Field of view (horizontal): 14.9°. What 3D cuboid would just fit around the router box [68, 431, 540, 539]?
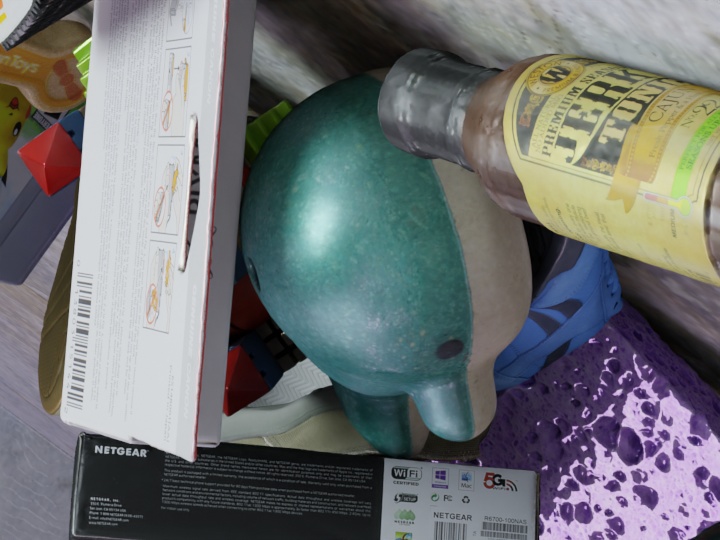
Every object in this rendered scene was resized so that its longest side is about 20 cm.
[{"bbox_3d":[-0.030,0.124,1.224,0.199,0.051,0.149,6,158,-5],"label":"router box"}]

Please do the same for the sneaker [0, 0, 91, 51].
[{"bbox_3d":[-0.122,-0.151,1.044,0.090,0.070,0.200,56,158,-1],"label":"sneaker"}]

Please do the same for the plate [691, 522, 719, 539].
[{"bbox_3d":[0.187,0.196,1.405,0.026,0.201,0.200,-10,141,43],"label":"plate"}]

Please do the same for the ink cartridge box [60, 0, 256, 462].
[{"bbox_3d":[-0.068,-0.030,1.088,0.045,0.201,0.176,4,-179,-23],"label":"ink cartridge box"}]

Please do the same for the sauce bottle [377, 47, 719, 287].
[{"bbox_3d":[0.083,-0.040,0.963,0.200,0.065,0.065,18,163,46],"label":"sauce bottle"}]

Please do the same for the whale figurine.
[{"bbox_3d":[0.000,0.008,1.137,0.200,0.103,0.160,104,145,-57],"label":"whale figurine"}]

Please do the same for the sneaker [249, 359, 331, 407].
[{"bbox_3d":[0.032,0.064,1.412,0.199,0.074,0.116,27,-147,10],"label":"sneaker"}]

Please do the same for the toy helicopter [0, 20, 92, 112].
[{"bbox_3d":[-0.192,-0.121,1.303,0.200,0.132,0.079,13,-152,-50],"label":"toy helicopter"}]

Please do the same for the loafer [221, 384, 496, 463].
[{"bbox_3d":[-0.009,0.094,1.311,0.075,0.070,0.200,2,169,-38],"label":"loafer"}]

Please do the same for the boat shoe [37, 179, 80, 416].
[{"bbox_3d":[-0.110,-0.011,1.356,0.065,0.201,0.073,22,146,-18],"label":"boat shoe"}]

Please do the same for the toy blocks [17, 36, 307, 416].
[{"bbox_3d":[-0.075,-0.017,1.241,0.200,0.100,0.137,56,-161,-6],"label":"toy blocks"}]

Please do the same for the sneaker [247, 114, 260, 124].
[{"bbox_3d":[0.000,0.000,1.354,0.200,0.081,0.083,36,-179,-3],"label":"sneaker"}]

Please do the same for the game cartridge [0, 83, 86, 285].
[{"bbox_3d":[-0.202,-0.077,1.414,0.040,0.134,0.200,33,172,37],"label":"game cartridge"}]

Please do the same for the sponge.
[{"bbox_3d":[0.090,0.105,1.314,0.112,0.030,0.200,46,126,-7],"label":"sponge"}]

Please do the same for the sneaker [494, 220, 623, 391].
[{"bbox_3d":[0.081,-0.005,1.175,0.200,0.078,0.066,115,139,-65],"label":"sneaker"}]
